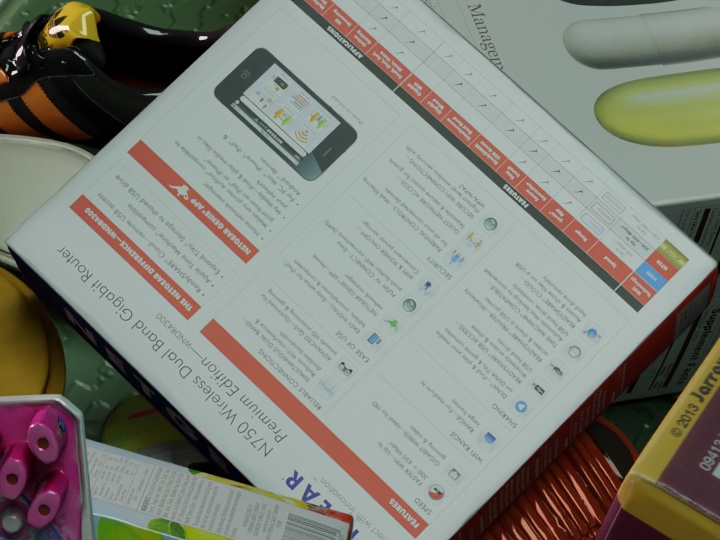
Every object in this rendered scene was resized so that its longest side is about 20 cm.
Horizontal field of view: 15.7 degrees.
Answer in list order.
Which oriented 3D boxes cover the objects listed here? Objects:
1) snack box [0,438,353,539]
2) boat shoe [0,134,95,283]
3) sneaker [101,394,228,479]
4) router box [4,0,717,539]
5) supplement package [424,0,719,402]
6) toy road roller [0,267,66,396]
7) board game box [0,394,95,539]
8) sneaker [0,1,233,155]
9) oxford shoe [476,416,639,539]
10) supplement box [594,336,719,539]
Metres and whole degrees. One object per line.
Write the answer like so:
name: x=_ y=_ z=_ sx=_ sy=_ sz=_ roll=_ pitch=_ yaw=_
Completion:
snack box: x=-0.120 y=0.142 z=0.909 sx=0.200 sy=0.169 sz=0.068 roll=16 pitch=17 yaw=-2
boat shoe: x=-0.095 y=-0.008 z=1.123 sx=0.200 sy=0.057 sz=0.067 roll=11 pitch=63 yaw=1
sneaker: x=-0.014 y=0.077 z=1.054 sx=0.200 sy=0.078 sz=0.090 roll=6 pitch=26 yaw=-23
router box: x=0.000 y=0.000 z=0.977 sx=0.179 sy=0.049 sz=0.200 roll=-44 pitch=76 yaw=-11
supplement package: x=0.100 y=-0.058 z=1.141 sx=0.200 sy=0.147 sz=0.191 roll=-8 pitch=54 yaw=-18
toy road roller: x=-0.211 y=0.046 z=0.981 sx=0.200 sy=0.146 sz=0.123 roll=-9 pitch=54 yaw=-20
board game box: x=-0.184 y=0.145 z=0.862 sx=0.200 sy=0.200 sz=0.026 roll=-3 pitch=12 yaw=4
sneaker: x=-0.146 y=-0.087 z=1.142 sx=0.200 sy=0.090 sz=0.070 roll=4 pitch=51 yaw=-10
oxford shoe: x=0.019 y=0.118 z=1.008 sx=0.200 sy=0.073 sz=0.071 roll=-27 pitch=70 yaw=-17
supplement box: x=0.143 y=0.116 z=0.974 sx=0.103 sy=0.200 sz=0.131 roll=31 pitch=51 yaw=11
